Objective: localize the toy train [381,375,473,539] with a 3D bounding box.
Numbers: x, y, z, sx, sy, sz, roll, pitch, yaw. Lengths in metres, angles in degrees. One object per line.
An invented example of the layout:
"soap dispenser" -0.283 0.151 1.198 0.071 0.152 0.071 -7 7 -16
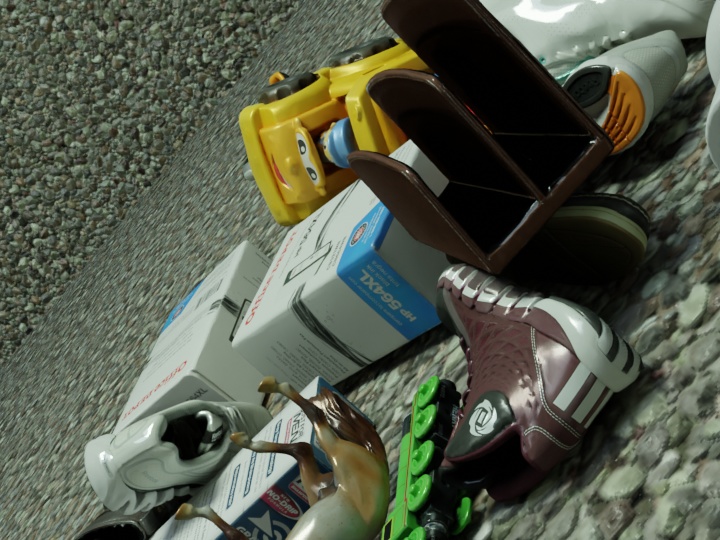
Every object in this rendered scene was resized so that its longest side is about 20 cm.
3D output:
"toy train" 0.037 0.138 0.677 0.057 0.041 0.201 -53 14 30

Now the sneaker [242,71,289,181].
"sneaker" -0.137 -0.217 1.773 0.078 0.077 0.202 -28 30 48

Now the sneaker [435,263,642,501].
"sneaker" 0.070 0.066 0.683 0.116 0.075 0.200 -56 18 -6

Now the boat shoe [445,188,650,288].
"boat shoe" 0.119 -0.031 0.753 0.065 0.073 0.199 -61 19 -16

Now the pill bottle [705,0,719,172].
"pill bottle" 0.237 -0.130 0.578 0.119 0.119 0.202 -26 30 53

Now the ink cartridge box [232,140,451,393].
"ink cartridge box" 0.000 0.000 0.945 0.199 0.084 0.147 -33 24 44

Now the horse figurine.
"horse figurine" -0.035 0.149 0.701 0.201 0.131 0.050 -57 -3 -39

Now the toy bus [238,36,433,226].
"toy bus" 0.019 -0.126 1.036 0.198 0.138 0.191 -27 16 -26

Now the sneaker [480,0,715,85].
"sneaker" 0.171 -0.178 0.872 0.198 0.075 0.090 18 91 40

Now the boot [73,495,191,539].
"boot" -0.205 0.208 1.016 0.199 0.070 0.174 -36 5 36

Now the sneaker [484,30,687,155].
"sneaker" 0.160 -0.107 0.838 0.091 0.076 0.199 -35 5 -28

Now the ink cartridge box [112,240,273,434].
"ink cartridge box" -0.150 0.090 1.166 0.146 0.084 0.201 -39 22 34

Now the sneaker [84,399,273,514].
"sneaker" -0.119 0.134 0.910 0.081 0.076 0.199 -38 -16 26

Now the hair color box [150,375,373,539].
"hair color box" -0.078 0.180 0.841 0.200 0.060 0.100 -45 17 20

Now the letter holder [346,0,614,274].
"letter holder" 0.044 -0.093 0.728 0.101 0.142 0.200 -45 12 -2
